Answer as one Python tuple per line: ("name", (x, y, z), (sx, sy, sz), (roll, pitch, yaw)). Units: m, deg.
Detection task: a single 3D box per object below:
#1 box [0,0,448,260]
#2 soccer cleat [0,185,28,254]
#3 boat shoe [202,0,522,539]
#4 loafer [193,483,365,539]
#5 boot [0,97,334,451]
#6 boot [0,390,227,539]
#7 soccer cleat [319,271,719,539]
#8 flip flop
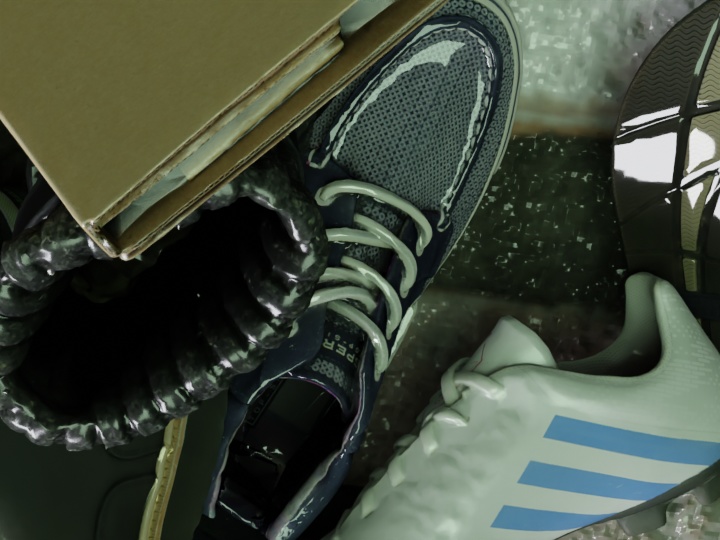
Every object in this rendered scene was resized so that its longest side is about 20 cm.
("box", (-0.046, -0.109, 0.639), (0.163, 0.200, 0.021), (-40, 134, -2))
("soccer cleat", (-0.140, -0.002, 0.763), (0.199, 0.081, 0.068), (30, 122, -27))
("boat shoe", (0.000, 0.000, 0.788), (0.074, 0.093, 0.201), (22, 107, -15))
("loafer", (-0.052, 0.130, 0.853), (0.199, 0.073, 0.072), (-13, 152, 1))
("boot", (-0.029, -0.058, 0.658), (0.079, 0.158, 0.212), (31, 106, -11))
("boot", (-0.122, 0.095, 0.710), (0.138, 0.077, 0.201), (23, 66, -45))
("soccer cleat", (0.034, 0.067, 0.790), (0.199, 0.070, 0.087), (-27, 107, -17))
("flip flop", (0.135, -0.012, 0.821), (0.081, 0.058, 0.201), (10, 129, 23))
